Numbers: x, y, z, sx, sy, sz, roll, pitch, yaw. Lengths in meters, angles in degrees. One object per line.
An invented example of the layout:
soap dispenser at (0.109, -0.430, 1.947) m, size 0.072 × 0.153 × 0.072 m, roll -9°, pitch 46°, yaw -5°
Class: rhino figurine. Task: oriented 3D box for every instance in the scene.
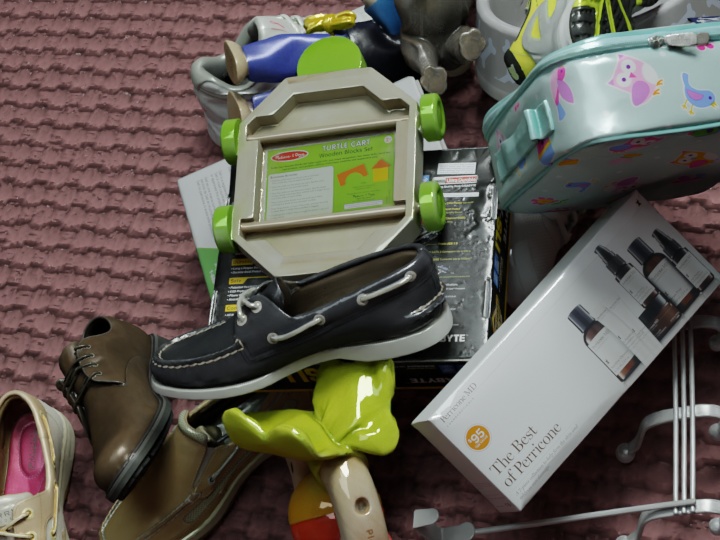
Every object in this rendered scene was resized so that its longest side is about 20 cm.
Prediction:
rhino figurine at (0.051, -0.234, 1.248) m, size 0.059 × 0.201 × 0.087 m, roll -7°, pitch 14°, yaw -6°

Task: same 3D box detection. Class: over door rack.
over door rack at (0.142, 0.108, 1.115) m, size 0.199 × 0.067 × 0.148 m, roll -5°, pitch 55°, yaw 17°

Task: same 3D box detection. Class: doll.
doll at (-0.003, -0.159, 1.311) m, size 0.199 × 0.137 × 0.048 m, roll -10°, pitch 24°, yaw -16°

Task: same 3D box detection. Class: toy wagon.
toy wagon at (-0.019, -0.084, 1.156) m, size 0.154 × 0.040 × 0.201 m, roll -6°, pitch 62°, yaw 15°

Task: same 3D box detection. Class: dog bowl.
dog bowl at (0.176, -0.194, 1.266) m, size 0.199 × 0.059 × 0.201 m, roll -12°, pitch 34°, yaw 8°

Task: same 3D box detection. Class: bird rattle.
bird rattle at (-0.002, 0.158, 1.090) m, size 0.112 × 0.163 × 0.201 m, roll -25°, pitch 84°, yaw -15°

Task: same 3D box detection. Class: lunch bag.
lunch bag at (0.164, -0.093, 1.059) m, size 0.159 × 0.200 × 0.078 m, roll -5°, pitch 78°, yaw -13°

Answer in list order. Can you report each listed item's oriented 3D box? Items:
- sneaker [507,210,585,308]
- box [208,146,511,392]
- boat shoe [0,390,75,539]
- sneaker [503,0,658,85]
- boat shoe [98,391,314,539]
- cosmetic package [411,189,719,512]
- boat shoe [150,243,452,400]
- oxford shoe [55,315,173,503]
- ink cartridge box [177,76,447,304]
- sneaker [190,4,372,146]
sneaker at (0.156, -0.068, 1.223) m, size 0.115 × 0.074 × 0.201 m, roll -6°, pitch 55°, yaw 21°
box at (0.000, 0.000, 1.156) m, size 0.199 × 0.049 × 0.161 m, roll -3°, pitch 61°, yaw 16°
boat shoe at (-0.248, 0.178, 1.220) m, size 0.073 × 0.069 × 0.201 m, roll -15°, pitch 54°, yaw 12°
sneaker at (0.151, -0.190, 1.156) m, size 0.076 × 0.076 × 0.200 m, roll -18°, pitch 20°, yaw 34°
boat shoe at (-0.113, 0.125, 1.197) m, size 0.200 × 0.076 × 0.072 m, roll -45°, pitch 56°, yaw -10°
cosmetic package at (0.130, 0.050, 1.062) m, size 0.083 × 0.051 × 0.200 m, roll 43°, pitch 77°, yaw -1°
boat shoe at (-0.043, 0.031, 1.077) m, size 0.199 × 0.061 × 0.074 m, roll -12°, pitch 27°, yaw 10°
oxford shoe at (-0.179, 0.094, 1.192) m, size 0.073 × 0.084 × 0.200 m, roll -54°, pitch 19°, yaw 15°
ink cartridge box at (-0.019, -0.033, 1.260) m, size 0.199 × 0.084 × 0.147 m, roll -23°, pitch 55°, yaw 5°
sneaker at (-0.044, -0.170, 1.351) m, size 0.199 × 0.100 × 0.078 m, roll -28°, pitch 53°, yaw 2°
